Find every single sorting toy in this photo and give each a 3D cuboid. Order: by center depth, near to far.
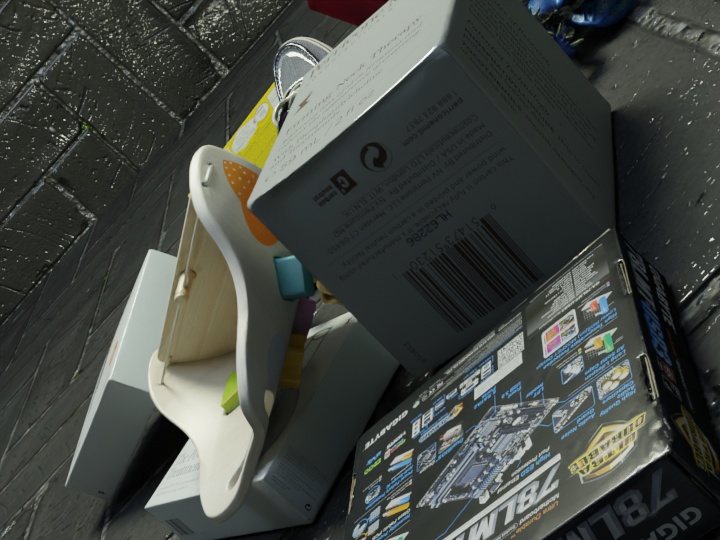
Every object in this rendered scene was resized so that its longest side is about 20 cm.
[{"bbox_3d":[-0.079,0.058,0.813,0.181,0.106,0.201,-92,16,-47],"label":"sorting toy"}]

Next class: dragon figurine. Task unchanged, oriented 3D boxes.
[{"bbox_3d":[0.183,-0.225,1.011,0.200,0.059,0.099,-42,15,-15],"label":"dragon figurine"}]

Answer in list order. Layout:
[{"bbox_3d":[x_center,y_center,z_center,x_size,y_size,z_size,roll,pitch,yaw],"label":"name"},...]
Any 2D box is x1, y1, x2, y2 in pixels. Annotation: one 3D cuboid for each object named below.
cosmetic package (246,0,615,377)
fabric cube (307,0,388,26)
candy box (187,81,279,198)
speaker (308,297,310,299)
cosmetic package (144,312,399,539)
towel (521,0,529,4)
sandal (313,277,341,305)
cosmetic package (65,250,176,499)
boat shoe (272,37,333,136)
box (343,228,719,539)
[{"bbox_3d":[0.054,-0.077,0.820,0.167,0.166,0.201,-36,20,27],"label":"cosmetic package"},{"bbox_3d":[0.064,-0.326,1.130,0.200,0.194,0.201,66,-136,-86],"label":"fabric cube"},{"bbox_3d":[-0.084,-0.104,1.176,0.200,0.026,0.103,-48,56,25],"label":"candy box"},{"bbox_3d":[-0.099,0.032,1.089,0.081,0.081,0.200,-52,7,-12],"label":"speaker"},{"bbox_3d":[-0.065,0.117,0.912,0.199,0.052,0.151,-26,26,54],"label":"cosmetic package"},{"bbox_3d":[0.170,-0.289,1.171,0.201,0.023,0.153,-71,3,-51],"label":"towel"},{"bbox_3d":[0.003,-0.005,0.995,0.078,0.069,0.212,-60,-9,13],"label":"sandal"},{"bbox_3d":[-0.218,0.101,1.176,0.201,0.051,0.152,122,161,-46],"label":"cosmetic package"},{"bbox_3d":[-0.041,-0.141,1.063,0.075,0.092,0.201,-48,54,19],"label":"boat shoe"},{"bbox_3d":[0.072,0.096,0.602,0.200,0.050,0.199,-42,18,21],"label":"box"}]
